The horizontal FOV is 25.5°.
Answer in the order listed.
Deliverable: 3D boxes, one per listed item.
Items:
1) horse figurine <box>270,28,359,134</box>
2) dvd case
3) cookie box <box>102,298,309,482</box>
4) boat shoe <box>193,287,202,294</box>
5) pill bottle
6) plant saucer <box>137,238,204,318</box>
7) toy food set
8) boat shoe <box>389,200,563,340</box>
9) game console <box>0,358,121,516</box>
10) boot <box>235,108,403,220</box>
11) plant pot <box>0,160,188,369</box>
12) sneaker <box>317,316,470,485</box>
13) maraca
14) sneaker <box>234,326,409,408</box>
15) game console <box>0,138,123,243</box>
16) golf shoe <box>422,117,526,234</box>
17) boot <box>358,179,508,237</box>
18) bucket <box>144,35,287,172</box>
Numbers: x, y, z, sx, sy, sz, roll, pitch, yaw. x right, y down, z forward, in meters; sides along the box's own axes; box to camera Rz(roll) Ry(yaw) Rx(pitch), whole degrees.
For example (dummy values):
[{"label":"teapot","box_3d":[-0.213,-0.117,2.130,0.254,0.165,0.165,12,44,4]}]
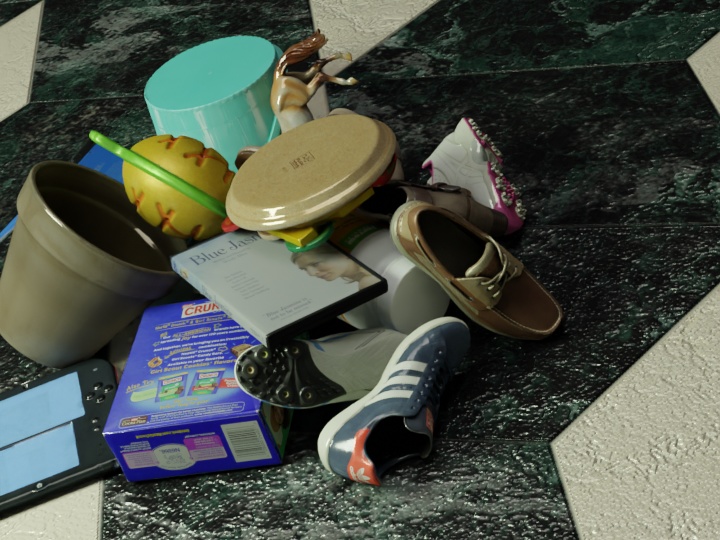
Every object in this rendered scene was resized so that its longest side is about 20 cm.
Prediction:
[{"label":"horse figurine","box_3d":[-0.060,-0.189,1.927,0.132,0.201,0.050,-14,12,-3]},{"label":"dvd case","box_3d":[-0.084,0.003,1.596,0.142,0.018,0.200,-25,36,-25]},{"label":"cookie box","box_3d":[-0.153,0.114,1.629,0.170,0.075,0.201,-9,36,15]},{"label":"boat shoe","box_3d":[-0.142,-0.005,1.730,0.074,0.062,0.200,-3,0,-12]},{"label":"pill bottle","box_3d":[0.000,0.000,1.679,0.111,0.111,0.200,-37,38,-24]},{"label":"plant saucer","box_3d":[-0.241,-0.021,1.893,0.200,0.039,0.201,-14,34,9]},{"label":"toy food set","box_3d":[-0.053,-0.095,1.651,0.198,0.049,0.200,-37,32,-19]},{"label":"boat shoe","box_3d":[0.117,0.003,1.564,0.076,0.199,0.072,-58,8,-10]},{"label":"game console","box_3d":[-0.343,0.178,1.675,0.199,0.031,0.177,-22,34,-2]},{"label":"boot","box_3d":[-0.041,-0.130,1.830,0.070,0.199,0.147,-40,27,45]},{"label":"plant pot","box_3d":[-0.315,0.006,1.749,0.174,0.199,0.200,-54,29,19]},{"label":"sneaker","box_3d":[0.053,0.129,1.512,0.084,0.075,0.200,21,61,46]},{"label":"maraca","box_3d":[-0.213,-0.102,1.755,0.199,0.137,0.107,30,86,21]},{"label":"sneaker","box_3d":[-0.035,0.097,1.562,0.199,0.072,0.072,-4,-6,-28]},{"label":"game console","box_3d":[-0.355,-0.077,2.012,0.170,0.119,0.200,19,26,1]},{"label":"golf shoe","box_3d":[0.127,-0.090,1.794,0.091,0.075,0.200,-35,33,13]},{"label":"boot","box_3d":[0.057,-0.067,1.696,0.146,0.071,0.200,11,-4,-33]},{"label":"bucket","box_3d":[-0.168,-0.196,2.015,0.206,0.135,0.208,-13,34,9]}]
